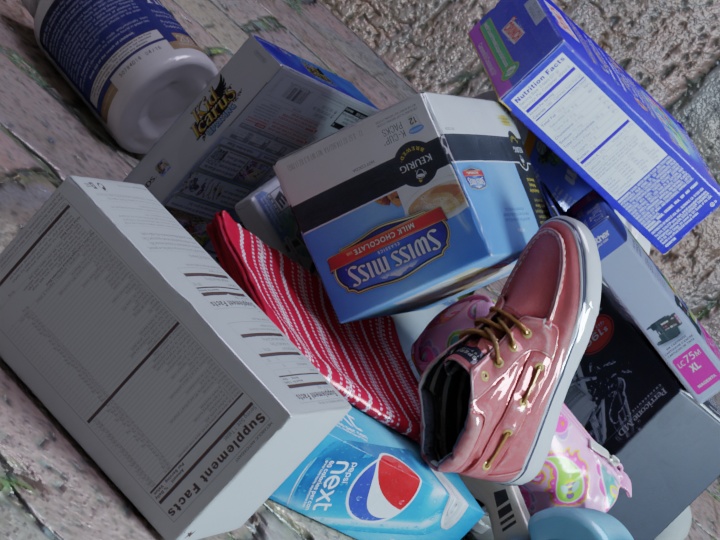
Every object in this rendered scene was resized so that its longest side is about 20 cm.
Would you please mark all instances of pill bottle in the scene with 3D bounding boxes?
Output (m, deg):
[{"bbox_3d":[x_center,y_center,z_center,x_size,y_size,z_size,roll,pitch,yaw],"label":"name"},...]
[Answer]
[{"bbox_3d":[0.159,-0.059,1.820,0.200,0.112,0.112,35,13,-33],"label":"pill bottle"},{"bbox_3d":[-0.222,-0.206,1.887,0.200,0.111,0.111,49,13,29],"label":"pill bottle"}]

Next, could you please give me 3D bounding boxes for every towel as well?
[{"bbox_3d":[-0.023,0.044,1.516,0.200,0.022,0.145,33,22,-38],"label":"towel"}]

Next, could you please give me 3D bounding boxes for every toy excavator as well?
[{"bbox_3d":[0.128,0.203,1.557,0.100,0.194,0.200,19,54,-63],"label":"toy excavator"}]

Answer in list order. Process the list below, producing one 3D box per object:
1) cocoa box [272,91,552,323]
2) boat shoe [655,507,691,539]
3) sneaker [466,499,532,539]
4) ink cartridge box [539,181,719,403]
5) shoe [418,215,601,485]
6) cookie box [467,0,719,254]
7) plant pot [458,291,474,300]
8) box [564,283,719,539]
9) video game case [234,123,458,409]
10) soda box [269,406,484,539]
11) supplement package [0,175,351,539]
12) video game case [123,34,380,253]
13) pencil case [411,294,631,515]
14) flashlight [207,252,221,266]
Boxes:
[{"bbox_3d":[0.049,-0.046,1.586,0.131,0.133,0.200,68,20,6],"label":"cocoa box"},{"bbox_3d":[0.220,0.218,1.964,0.200,0.071,0.064,22,-12,-38],"label":"boat shoe"},{"bbox_3d":[0.085,0.150,1.705,0.082,0.075,0.200,34,14,-41],"label":"sneaker"},{"bbox_3d":[0.219,0.007,1.685,0.200,0.042,0.119,49,10,-8],"label":"ink cartridge box"},{"bbox_3d":[0.105,0.054,1.503,0.091,0.200,0.071,11,6,-43],"label":"shoe"},{"bbox_3d":[0.191,-0.129,1.730,0.200,0.075,0.171,41,15,-21],"label":"cookie box"},{"bbox_3d":[0.024,0.005,1.832,0.187,0.187,0.200,38,27,-19],"label":"plant pot"},{"bbox_3d":[0.193,0.142,1.783,0.104,0.200,0.182,36,12,-35],"label":"box"},{"bbox_3d":[0.000,0.000,1.662,0.200,0.022,0.182,59,34,-7],"label":"video game case"},{"bbox_3d":[-0.004,0.141,1.472,0.200,0.064,0.068,30,16,-44],"label":"soda box"},{"bbox_3d":[-0.123,0.053,1.271,0.200,0.114,0.110,47,13,13],"label":"supplement package"},{"bbox_3d":[-0.093,-0.095,1.739,0.045,0.181,0.200,46,12,22],"label":"video game case"},{"bbox_3d":[0.124,0.113,1.613,0.200,0.087,0.087,52,8,-19],"label":"pencil case"},{"bbox_3d":[-0.130,0.011,1.542,0.068,0.068,0.200,20,1,34],"label":"flashlight"}]
